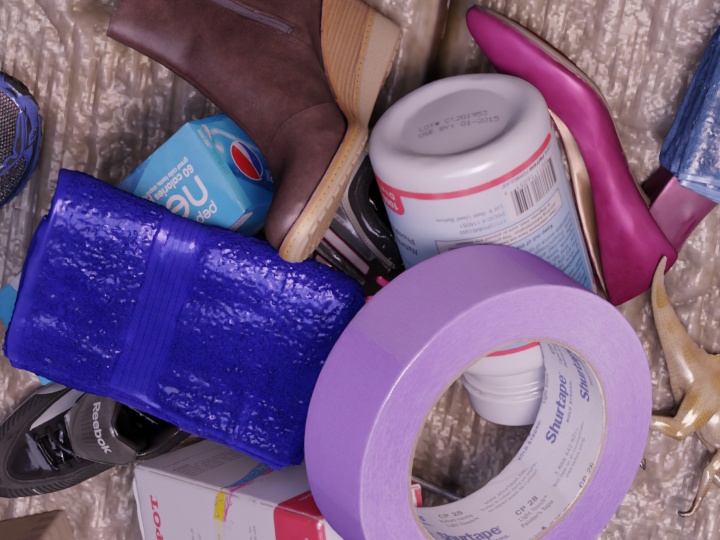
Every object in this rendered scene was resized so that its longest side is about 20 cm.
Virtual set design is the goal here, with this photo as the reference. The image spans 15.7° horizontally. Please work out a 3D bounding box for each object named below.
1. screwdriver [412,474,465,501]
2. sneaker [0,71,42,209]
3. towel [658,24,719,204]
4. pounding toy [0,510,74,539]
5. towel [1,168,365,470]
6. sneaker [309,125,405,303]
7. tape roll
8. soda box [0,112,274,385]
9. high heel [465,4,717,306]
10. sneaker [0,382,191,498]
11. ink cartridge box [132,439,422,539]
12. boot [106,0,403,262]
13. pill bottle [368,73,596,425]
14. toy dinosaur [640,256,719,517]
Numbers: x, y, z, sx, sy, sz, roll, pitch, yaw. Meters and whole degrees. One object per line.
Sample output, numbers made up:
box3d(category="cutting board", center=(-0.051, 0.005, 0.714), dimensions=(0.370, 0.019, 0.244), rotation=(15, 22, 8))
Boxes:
box3d(category="screwdriver", center=(0.022, 0.130, 1.671), dimensions=(0.199, 0.029, 0.028), rotation=(25, 108, 7))
box3d(category="sneaker", center=(-0.270, -0.041, 1.647), dimensions=(0.075, 0.078, 0.200), rotation=(37, 108, -3))
box3d(category="towel", center=(0.286, -0.070, 1.544), dimensions=(0.199, 0.049, 0.112), rotation=(21, 95, -5))
box3d(category="pounding toy", center=(-0.279, 0.248, 1.698), dimensions=(0.183, 0.142, 0.201), rotation=(-12, 104, 12))
box3d(category="towel", center=(-0.108, 0.035, 1.554), dimensions=(0.199, 0.050, 0.148), rotation=(19, 126, -1))
box3d(category="sneaker", center=(0.000, 0.000, 1.616), dimensions=(0.087, 0.074, 0.201), rotation=(0, 101, 16))
box3d(category="tape roll", center=(0.069, 0.090, 1.492), dimensions=(0.199, 0.066, 0.201), rotation=(-14, 118, -27))
box3d(category="soda box", center=(-0.136, -0.013, 1.611), dimensions=(0.200, 0.064, 0.068), rotation=(-39, 80, 30))
box3d(category="high heel", center=(0.120, -0.069, 1.578), dimensions=(0.200, 0.067, 0.096), rotation=(41, 97, -7))
box3d(category="sneaker", center=(-0.165, 0.096, 1.660), dimensions=(0.199, 0.090, 0.067), rotation=(-23, 94, 14))
box3d(category="ink cartridge box", center=(-0.045, 0.192, 1.618), dimensions=(0.200, 0.085, 0.148), rotation=(12, 114, 52))
box3d(category="boot", center=(-0.075, -0.106, 1.545), dimensions=(0.166, 0.201, 0.072), rotation=(21, 142, -3))
box3d(category="pill bottle", center=(0.080, -0.009, 1.563), dimensions=(0.108, 0.109, 0.201), rotation=(-10, 124, 12))
box3d(category="toy dinosaur", center=(0.209, 0.084, 1.625), dimensions=(0.101, 0.058, 0.200), rotation=(-38, 106, 3))
